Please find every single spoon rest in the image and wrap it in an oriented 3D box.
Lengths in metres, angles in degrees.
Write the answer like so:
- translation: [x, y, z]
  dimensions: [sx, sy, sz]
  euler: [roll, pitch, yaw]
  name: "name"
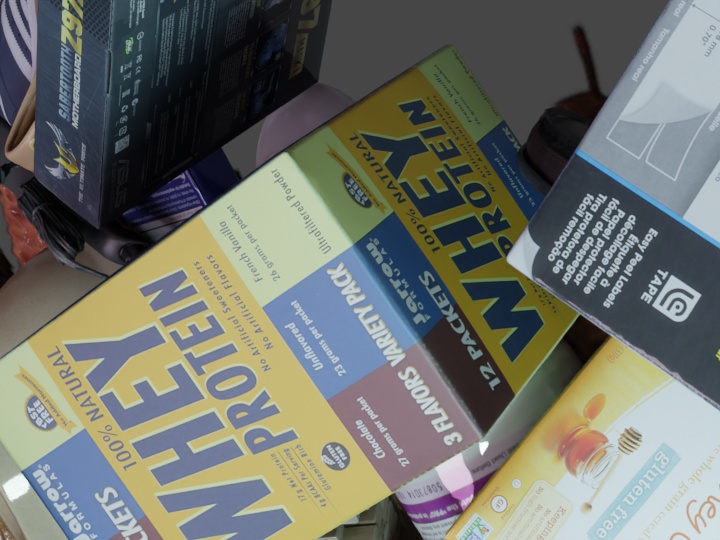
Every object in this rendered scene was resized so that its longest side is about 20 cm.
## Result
- translation: [0.000, 0.000, 0.986]
  dimensions: [0.099, 0.060, 0.201]
  euler: [-10, 98, 51]
  name: "spoon rest"

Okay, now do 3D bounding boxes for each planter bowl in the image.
- translation: [-0.166, 0.088, 1.124]
  dimensions: [0.200, 0.134, 0.201]
  euler: [50, 161, 24]
  name: "planter bowl"

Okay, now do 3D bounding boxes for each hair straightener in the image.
- translation: [-0.181, -0.036, 1.070]
  dimensions: [0.200, 0.077, 0.041]
  euler: [49, 128, 33]
  name: "hair straightener"

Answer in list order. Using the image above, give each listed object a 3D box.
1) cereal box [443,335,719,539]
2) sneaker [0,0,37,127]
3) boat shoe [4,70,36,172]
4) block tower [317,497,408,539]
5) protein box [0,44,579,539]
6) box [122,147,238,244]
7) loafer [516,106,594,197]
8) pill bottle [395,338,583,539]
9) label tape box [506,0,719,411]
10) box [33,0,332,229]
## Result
- translation: [0.156, 0.127, 0.827]
  dimensions: [0.200, 0.144, 0.040]
  euler: [40, -172, 9]
  name: "cereal box"
- translation: [-0.169, -0.152, 1.028]
  dimensions: [0.108, 0.070, 0.201]
  euler: [43, 135, 38]
  name: "sneaker"
- translation: [-0.129, -0.132, 0.939]
  dimensions: [0.074, 0.069, 0.201]
  euler: [-122, 45, -61]
  name: "boat shoe"
- translation: [-0.018, 0.129, 1.065]
  dimensions: [0.054, 0.058, 0.201]
  euler: [-7, 130, 16]
  name: "block tower"
- translation: [-0.027, 0.026, 0.845]
  dimensions: [0.198, 0.200, 0.135]
  euler: [-34, 94, 28]
  name: "protein box"
- translation: [-0.086, 0.009, 1.101]
  dimensions: [0.121, 0.032, 0.201]
  euler: [-12, 109, 53]
  name: "box"
- translation: [0.159, -0.025, 0.772]
  dimensions: [0.199, 0.072, 0.063]
  euler: [31, 120, 20]
  name: "loafer"
- translation: [0.103, 0.142, 0.927]
  dimensions: [0.112, 0.112, 0.201]
  euler: [-24, 100, 54]
  name: "pill bottle"
- translation: [0.175, -0.008, 0.690]
  dimensions: [0.200, 0.063, 0.145]
  euler: [36, 98, 23]
  name: "label tape box"
- translation: [-0.073, -0.134, 0.854]
  dimensions: [0.051, 0.157, 0.201]
  euler: [38, 143, 21]
  name: "box"
